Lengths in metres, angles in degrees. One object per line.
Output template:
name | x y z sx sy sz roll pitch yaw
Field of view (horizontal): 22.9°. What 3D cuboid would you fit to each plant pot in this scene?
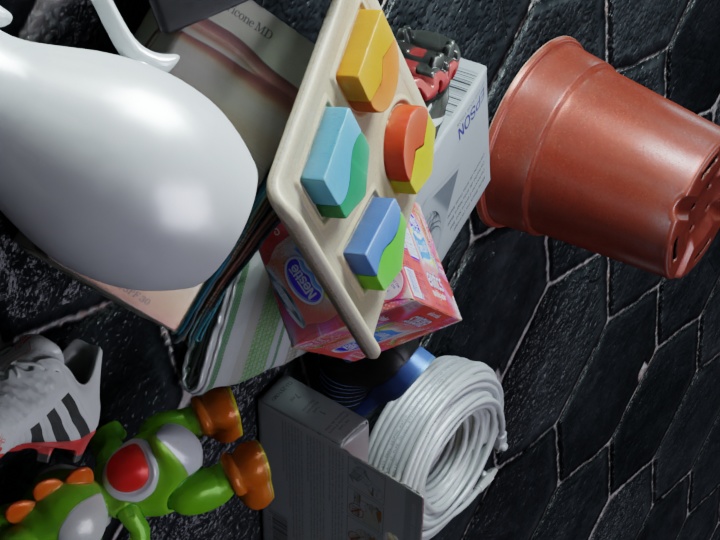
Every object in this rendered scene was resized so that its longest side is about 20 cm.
plant pot | 0.244 -0.096 1.692 0.201 0.195 0.201 -43 147 -36

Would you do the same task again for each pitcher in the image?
pitcher | -0.150 -0.092 0.979 0.200 0.121 0.172 29 77 -24

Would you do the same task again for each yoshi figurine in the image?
yoshi figurine | -0.167 0.165 1.252 0.200 0.112 0.112 -22 106 -15

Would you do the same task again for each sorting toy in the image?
sorting toy | 0.005 -0.071 1.111 0.185 0.036 0.200 60 37 -53

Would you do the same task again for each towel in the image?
towel | -0.066 0.013 1.409 0.200 0.031 0.150 -19 132 -59
towel | -0.072 -0.049 1.178 0.147 0.022 0.200 -54 -167 22

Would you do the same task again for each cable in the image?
cable | 0.072 0.177 1.773 0.200 0.069 0.200 -42 146 -37

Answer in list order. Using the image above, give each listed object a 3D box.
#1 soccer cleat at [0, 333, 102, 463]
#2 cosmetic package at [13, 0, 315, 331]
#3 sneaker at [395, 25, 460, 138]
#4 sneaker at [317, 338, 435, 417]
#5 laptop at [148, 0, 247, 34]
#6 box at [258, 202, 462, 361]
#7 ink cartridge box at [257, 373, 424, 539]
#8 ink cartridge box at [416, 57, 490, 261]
soccer cleat | -0.226 0.082 1.125 0.200 0.068 0.085 4 102 -66
cosmetic package | -0.117 -0.075 1.107 0.103 0.087 0.200 31 83 -25
sneaker | 0.009 -0.109 1.376 0.200 0.071 0.098 -41 144 -42
sneaker | -0.005 0.080 1.506 0.070 0.078 0.200 -46 -177 -28
laptop | -0.073 -0.266 1.042 0.200 0.116 0.188 -67 140 -66
box | 0.000 0.000 1.292 0.094 0.103 0.200 -21 171 10
ink cartridge box | -0.009 0.204 1.519 0.044 0.173 0.200 -43 148 -37
ink cartridge box | 0.057 -0.047 1.532 0.200 0.041 0.200 -58 157 -33
